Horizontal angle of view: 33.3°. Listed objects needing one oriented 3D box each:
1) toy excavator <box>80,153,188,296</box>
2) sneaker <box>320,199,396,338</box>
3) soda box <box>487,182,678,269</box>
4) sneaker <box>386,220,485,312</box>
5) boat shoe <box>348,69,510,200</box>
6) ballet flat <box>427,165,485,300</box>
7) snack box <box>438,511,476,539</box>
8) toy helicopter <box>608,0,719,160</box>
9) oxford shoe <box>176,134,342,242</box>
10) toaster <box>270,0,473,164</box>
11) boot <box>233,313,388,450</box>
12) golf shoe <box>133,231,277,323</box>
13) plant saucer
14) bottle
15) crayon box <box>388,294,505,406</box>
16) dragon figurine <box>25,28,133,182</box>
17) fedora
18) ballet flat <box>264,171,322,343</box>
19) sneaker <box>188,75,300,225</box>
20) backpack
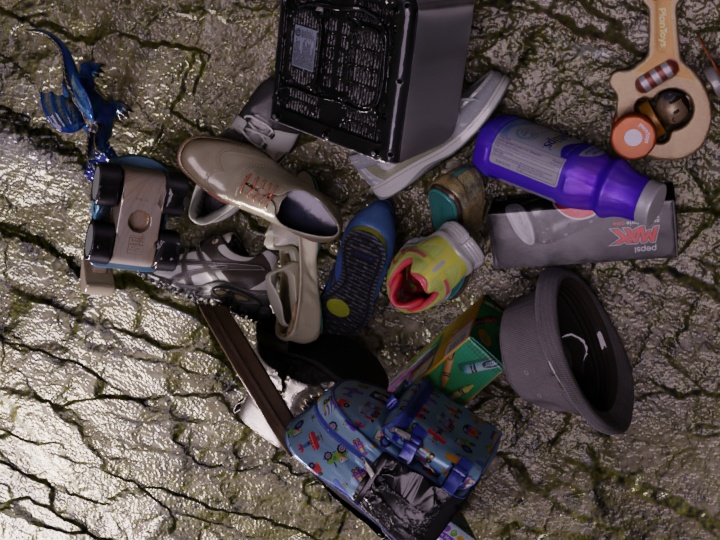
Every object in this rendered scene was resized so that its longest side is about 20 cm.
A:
[{"bbox_3d":[-0.276,-0.045,1.387,0.100,0.200,0.195,6,103,-22],"label":"toy excavator"},{"bbox_3d":[0.000,0.000,1.404,0.066,0.078,0.200,24,135,3],"label":"sneaker"},{"bbox_3d":[0.243,-0.049,1.315,0.200,0.063,0.071,-4,111,16],"label":"soda box"},{"bbox_3d":[0.058,0.011,1.313,0.078,0.090,0.200,47,157,4],"label":"sneaker"},{"bbox_3d":[0.076,-0.155,1.310,0.202,0.074,0.065,-36,104,31],"label":"boat shoe"},{"bbox_3d":[0.110,-0.042,1.340,0.071,0.071,0.200,10,144,10],"label":"ballet flat"},{"bbox_3d":[0.041,0.270,1.453,0.200,0.142,0.053,37,91,-2],"label":"snack box"},{"bbox_3d":[0.319,-0.211,1.223,0.132,0.079,0.200,-2,107,15],"label":"toy helicopter"},{"bbox_3d":[-0.105,-0.091,1.308,0.200,0.074,0.071,24,93,-11],"label":"oxford shoe"},{"bbox_3d":[0.006,-0.229,1.237,0.181,0.119,0.200,23,118,34],"label":"toaster"},{"bbox_3d":[-0.062,0.156,1.467,0.200,0.069,0.174,27,126,23],"label":"boot"},{"bbox_3d":[-0.184,-0.005,1.448,0.200,0.078,0.095,17,83,20],"label":"golf shoe"},{"bbox_3d":[-0.120,0.118,1.357,0.029,0.200,0.200,-31,103,-5],"label":"plant saucer"},{"bbox_3d":[0.219,-0.103,1.258,0.200,0.084,0.065,25,120,27],"label":"bottle"},{"bbox_3d":[0.088,0.129,1.398,0.058,0.119,0.200,43,116,-5],"label":"crayon box"},{"bbox_3d":[-0.325,-0.194,1.381,0.059,0.099,0.200,-25,104,22],"label":"dragon figurine"},{"bbox_3d":[0.217,0.095,1.324,0.090,0.177,0.200,-19,127,31],"label":"fedora"},{"bbox_3d":[-0.079,-0.013,1.383,0.069,0.069,0.200,-2,95,15],"label":"ballet flat"},{"bbox_3d":[-0.132,-0.128,1.367,0.074,0.089,0.200,33,115,1],"label":"sneaker"},{"bbox_3d":[0.030,0.185,1.279,0.200,0.183,0.135,35,108,12],"label":"backpack"}]
